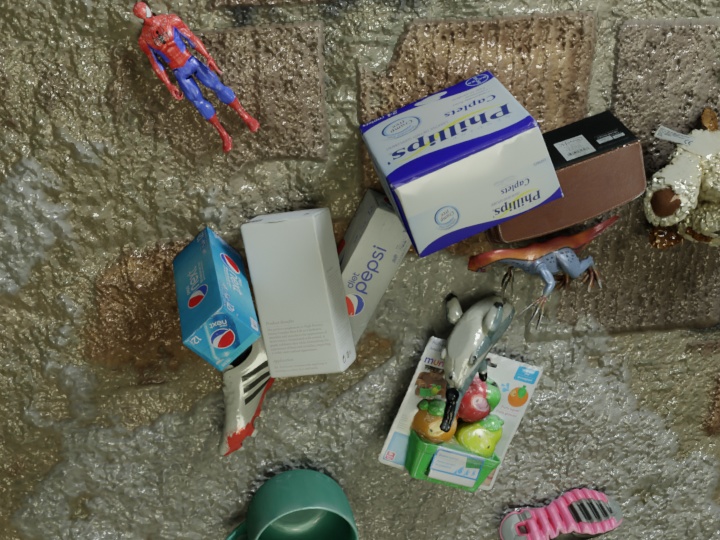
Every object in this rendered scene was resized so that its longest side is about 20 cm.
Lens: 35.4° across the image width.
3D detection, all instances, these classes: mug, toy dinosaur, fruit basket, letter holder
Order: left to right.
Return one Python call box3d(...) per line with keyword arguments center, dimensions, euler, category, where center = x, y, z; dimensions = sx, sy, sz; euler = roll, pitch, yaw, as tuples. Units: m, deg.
box3d(center=(-0.101, 0.357, 1.601), dimensions=(0.184, 0.115, 0.153), euler=(10, 115, -17), category="mug")
box3d(center=(0.144, 0.207, 1.585), dimensions=(0.184, 0.094, 0.201), euler=(18, 110, -20), category="fruit basket")
box3d(center=(0.228, -0.019, 1.488), dimensions=(0.181, 0.105, 0.201), euler=(29, 76, -36), category="toy dinosaur")
box3d(center=(0.258, -0.095, 1.455), dimensions=(0.199, 0.101, 0.143), euler=(-19, 122, -2), category="letter holder")

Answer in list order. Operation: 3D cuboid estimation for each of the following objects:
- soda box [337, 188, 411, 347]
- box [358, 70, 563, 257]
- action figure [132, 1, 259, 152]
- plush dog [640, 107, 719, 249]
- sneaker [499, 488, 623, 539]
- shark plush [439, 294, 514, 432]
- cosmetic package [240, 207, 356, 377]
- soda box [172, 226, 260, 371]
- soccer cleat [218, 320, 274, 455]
box3d(center=(0.000, 0.000, 1.464), dimensions=(0.068, 0.064, 0.201), euler=(20, 112, -20), category="soda box")
box3d(center=(0.114, -0.132, 1.341), dimensions=(0.183, 0.200, 0.105), euler=(-24, 120, 0), category="box")
box3d(center=(-0.196, -0.229, 1.308), dimensions=(0.065, 0.052, 0.200), euler=(-34, 117, 10), category="action figure")
box3d(center=(0.464, -0.102, 1.496), dimensions=(0.199, 0.161, 0.172), euler=(-6, 138, 7), category="plush dog")
box3d(center=(0.309, 0.402, 1.757), dimensions=(0.199, 0.079, 0.096), euler=(-11, 141, -7), category="sneaker")
box3d(center=(0.158, 0.122, 1.514), dimensions=(0.090, 0.201, 0.083), euler=(-5, 150, 36), category="shark plush")
box3d(center=(-0.076, 0.028, 1.409), dimensions=(0.101, 0.074, 0.201), euler=(-6, 101, 16), category="cosmetic package")
box3d(center=(-0.177, 0.031, 1.360), dimensions=(0.068, 0.200, 0.064), euler=(-43, 119, 12), category="soda box")
box3d(center=(-0.159, 0.155, 1.513), dimensions=(0.085, 0.069, 0.201), euler=(24, 107, -14), category="soccer cleat")
